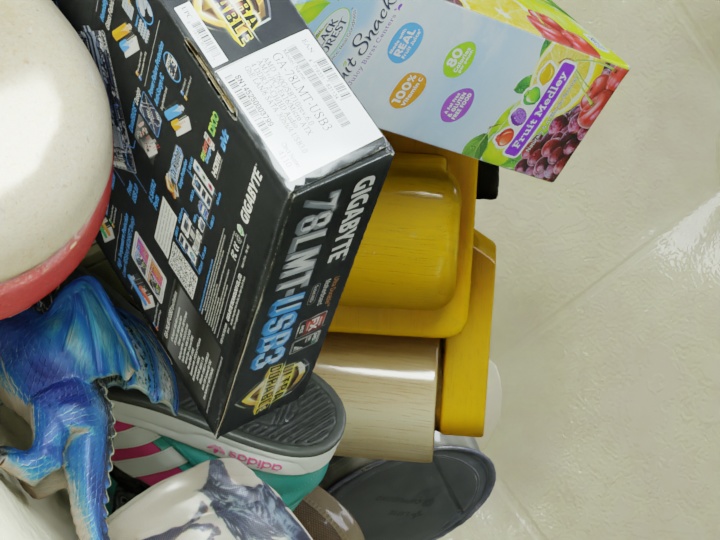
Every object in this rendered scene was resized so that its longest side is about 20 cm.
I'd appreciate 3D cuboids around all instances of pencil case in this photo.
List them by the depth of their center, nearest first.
[{"bbox_3d":[-0.033,0.170,1.213,0.200,0.089,0.078,52,25,13],"label":"pencil case"}]

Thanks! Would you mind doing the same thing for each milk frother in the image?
[{"bbox_3d":[-0.055,0.082,1.657,0.180,0.200,0.188,10,45,-40],"label":"milk frother"}]

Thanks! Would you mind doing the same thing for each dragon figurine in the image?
[{"bbox_3d":[-0.112,0.041,1.160,0.200,0.099,0.059,52,-3,26],"label":"dragon figurine"}]

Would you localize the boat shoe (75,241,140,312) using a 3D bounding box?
[{"bbox_3d":[-0.106,0.012,1.357,0.075,0.068,0.200,37,-36,-8],"label":"boat shoe"}]

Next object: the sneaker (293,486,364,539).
[{"bbox_3d":[-0.096,0.123,1.560,0.200,0.076,0.070,26,-35,27],"label":"sneaker"}]

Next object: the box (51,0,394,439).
[{"bbox_3d":[-0.073,-0.064,1.074,0.199,0.050,0.200,58,-23,20],"label":"box"}]

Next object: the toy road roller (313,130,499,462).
[{"bbox_3d":[0.000,0.000,1.303,0.146,0.123,0.200,-77,171,-76],"label":"toy road roller"}]

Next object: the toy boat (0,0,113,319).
[{"bbox_3d":[-0.176,-0.055,1.082,0.200,0.130,0.131,52,-23,29],"label":"toy boat"}]

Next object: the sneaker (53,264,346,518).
[{"bbox_3d":[-0.113,0.071,1.309,0.200,0.084,0.121,23,-46,4],"label":"sneaker"}]

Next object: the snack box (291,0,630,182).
[{"bbox_3d":[-0.011,-0.123,1.183,0.200,0.068,0.169,16,23,-49],"label":"snack box"}]
